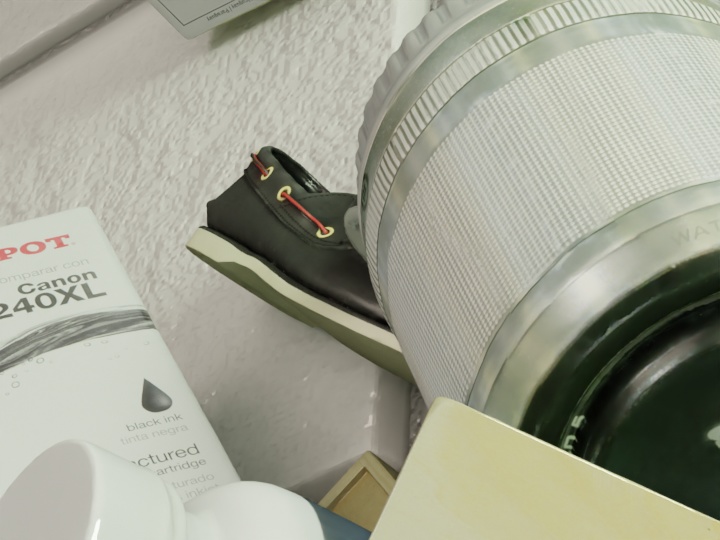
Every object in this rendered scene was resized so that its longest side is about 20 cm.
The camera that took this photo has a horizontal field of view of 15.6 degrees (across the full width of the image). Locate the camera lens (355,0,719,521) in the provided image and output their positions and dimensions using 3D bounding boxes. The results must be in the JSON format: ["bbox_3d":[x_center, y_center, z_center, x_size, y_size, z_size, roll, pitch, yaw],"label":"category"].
[{"bbox_3d":[0.091,0.006,0.850,0.160,0.160,0.200,-41,35,11],"label":"camera lens"}]

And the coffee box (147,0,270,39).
[{"bbox_3d":[-0.053,-0.270,1.248,0.199,0.198,0.201,-23,41,30],"label":"coffee box"}]

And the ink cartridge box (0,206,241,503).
[{"bbox_3d":[-0.138,0.073,0.990,0.144,0.084,0.200,-14,38,-17],"label":"ink cartridge box"}]

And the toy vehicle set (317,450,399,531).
[{"bbox_3d":[-0.032,0.171,0.948,0.200,0.026,0.124,-47,34,3],"label":"toy vehicle set"}]

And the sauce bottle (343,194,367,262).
[{"bbox_3d":[0.067,-0.075,1.006,0.065,0.065,0.200,5,48,50],"label":"sauce bottle"}]

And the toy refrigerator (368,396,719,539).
[{"bbox_3d":[0.096,0.109,0.711,0.076,0.199,0.070,99,-163,-68],"label":"toy refrigerator"}]

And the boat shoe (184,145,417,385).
[{"bbox_3d":[-0.002,-0.001,1.039,0.063,0.074,0.201,-55,32,-3],"label":"boat shoe"}]

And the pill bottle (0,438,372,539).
[{"bbox_3d":[-0.022,0.134,0.801,0.120,0.199,0.120,-44,30,33],"label":"pill bottle"}]
